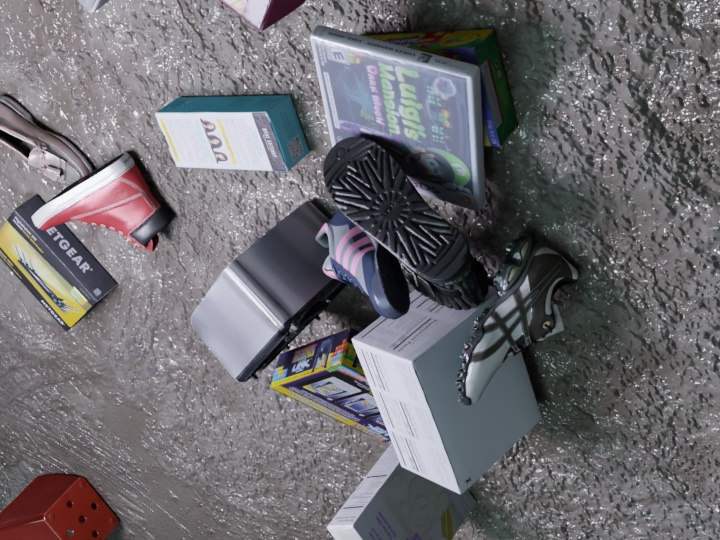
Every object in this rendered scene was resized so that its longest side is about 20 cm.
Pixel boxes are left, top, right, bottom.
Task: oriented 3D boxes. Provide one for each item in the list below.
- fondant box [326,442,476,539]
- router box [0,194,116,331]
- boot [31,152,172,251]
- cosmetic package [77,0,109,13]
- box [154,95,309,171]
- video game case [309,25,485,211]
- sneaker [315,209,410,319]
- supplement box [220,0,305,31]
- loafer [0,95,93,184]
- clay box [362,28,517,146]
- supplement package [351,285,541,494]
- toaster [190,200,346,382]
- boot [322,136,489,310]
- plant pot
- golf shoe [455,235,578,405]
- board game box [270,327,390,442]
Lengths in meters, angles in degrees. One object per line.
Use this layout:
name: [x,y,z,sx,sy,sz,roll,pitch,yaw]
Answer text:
fondant box: [0.061,0.337,1.501,0.058,0.200,0.144,-16,113,47]
router box: [-0.516,-0.009,1.815,0.200,0.052,0.157,49,141,-5]
boot: [-0.378,-0.070,1.598,0.200,0.072,0.144,-23,111,27]
cosmetic package: [-0.347,-0.422,1.282,0.200,0.090,0.107,44,144,-4]
box: [-0.164,-0.174,1.368,0.200,0.049,0.082,6,128,37]
video game case: [0.043,-0.156,1.141,0.181,0.023,0.200,19,148,21]
sneaker: [0.000,0.000,1.270,0.082,0.200,0.070,-35,126,13]
supplement box: [-0.143,-0.366,1.153,0.200,0.086,0.110,39,140,8]
loafer: [-0.493,-0.182,1.635,0.200,0.063,0.072,38,139,8]
clay box: [0.059,-0.192,1.158,0.200,0.048,0.115,5,129,37]
supplement package: [0.108,0.132,1.304,0.111,0.156,0.200,17,135,49]
toaster: [-0.102,0.026,1.385,0.119,0.181,0.200,45,142,2]
boot: [0.051,-0.045,1.203,0.211,0.079,0.158,50,-177,18]
plant pot: [-0.639,0.551,2.316,0.176,0.200,0.200,-27,105,38]
golf shoe: [0.171,0.065,1.193,0.094,0.200,0.078,25,180,8]
board game box: [0.009,0.156,1.439,0.200,0.057,0.165,30,149,-28]
